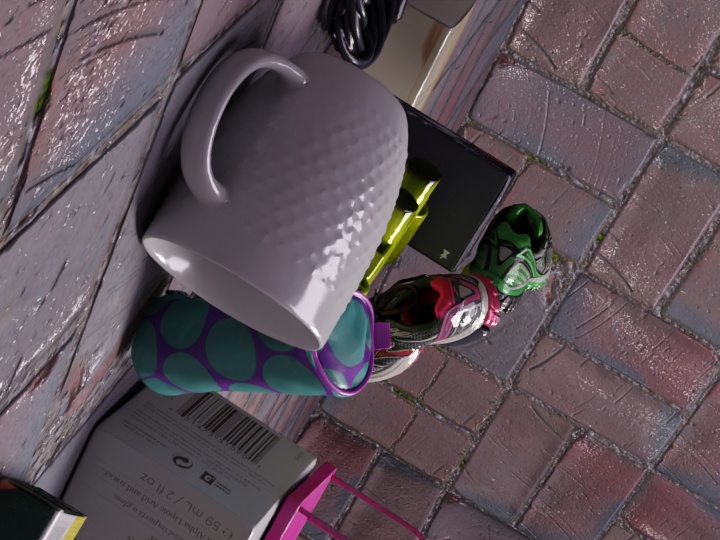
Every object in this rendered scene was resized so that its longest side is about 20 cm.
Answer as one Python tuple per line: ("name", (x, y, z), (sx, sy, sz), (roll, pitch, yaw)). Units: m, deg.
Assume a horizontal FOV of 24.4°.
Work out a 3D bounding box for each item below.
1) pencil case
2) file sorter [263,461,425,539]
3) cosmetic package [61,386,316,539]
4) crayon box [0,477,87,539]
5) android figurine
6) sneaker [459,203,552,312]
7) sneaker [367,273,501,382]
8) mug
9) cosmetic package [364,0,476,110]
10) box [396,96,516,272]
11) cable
("pencil case", (-0.082, 0.055, 1.293), (0.092, 0.199, 0.086), (5, 85, -51))
("file sorter", (-0.044, 0.301, 1.497), (0.201, 0.125, 0.139), (-60, 172, 11))
("cosmetic package", (-0.172, 0.228, 1.486), (0.201, 0.164, 0.165), (-62, 172, 22))
("crayon box", (-0.275, 0.248, 1.187), (0.201, 0.051, 0.127), (-60, 176, -10))
("android figurine", (0.000, 0.000, 1.399), (0.201, 0.041, 0.182), (-58, 177, 32))
("sneaker", (0.157, -0.026, 1.612), (0.086, 0.078, 0.200), (-62, 176, 21))
("sneaker", (0.031, 0.044, 1.523), (0.199, 0.081, 0.074), (-26, 156, 37))
("mug", (-0.057, -0.069, 1.151), (0.176, 0.147, 0.200), (-60, 144, -14))
("cosmetic package", (0.041, -0.206, 1.769), (0.201, 0.071, 0.105), (-63, 175, 34))
("box", (0.037, -0.099, 1.564), (0.105, 0.199, 0.182), (-59, 177, 9))
("cable", (0.024, -0.250, 1.398), (0.164, 0.051, 0.200), (-62, 175, 16))
